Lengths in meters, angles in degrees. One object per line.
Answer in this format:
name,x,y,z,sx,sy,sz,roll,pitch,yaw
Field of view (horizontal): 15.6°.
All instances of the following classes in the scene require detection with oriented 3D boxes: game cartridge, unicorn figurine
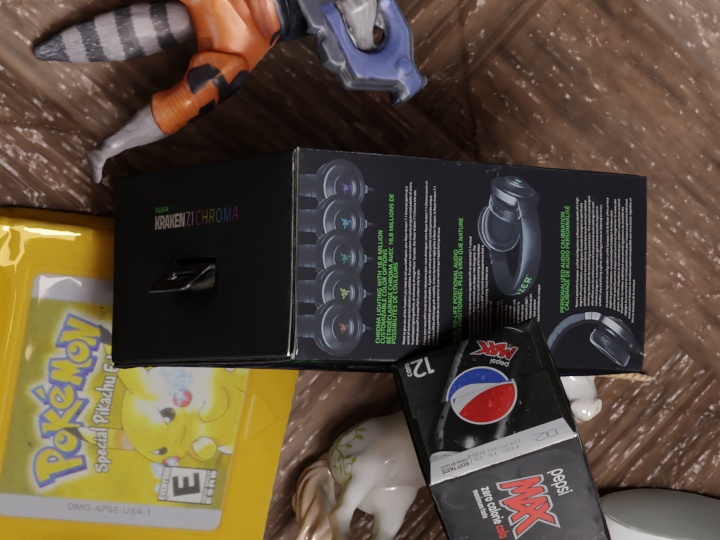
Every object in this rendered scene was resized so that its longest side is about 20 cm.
game cartridge,-0.132,0.060,1.296,0.199,0.032,0.177,5,110,-19
unicorn figurine,0.053,0.089,1.320,0.199,0.138,0.074,-12,125,5

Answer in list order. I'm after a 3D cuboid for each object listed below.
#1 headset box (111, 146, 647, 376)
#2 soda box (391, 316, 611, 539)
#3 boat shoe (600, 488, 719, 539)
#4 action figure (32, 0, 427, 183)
headset box,0.000,0.000,1.198,0.199,0.174,0.093,3,86,-32
soda box,0.070,0.104,1.169,0.071,0.063,0.200,-19,146,2
boat shoe,0.209,0.166,1.415,0.199,0.071,0.064,12,106,-22
action figure,-0.060,-0.154,1.215,0.193,0.105,0.201,-19,91,-15
